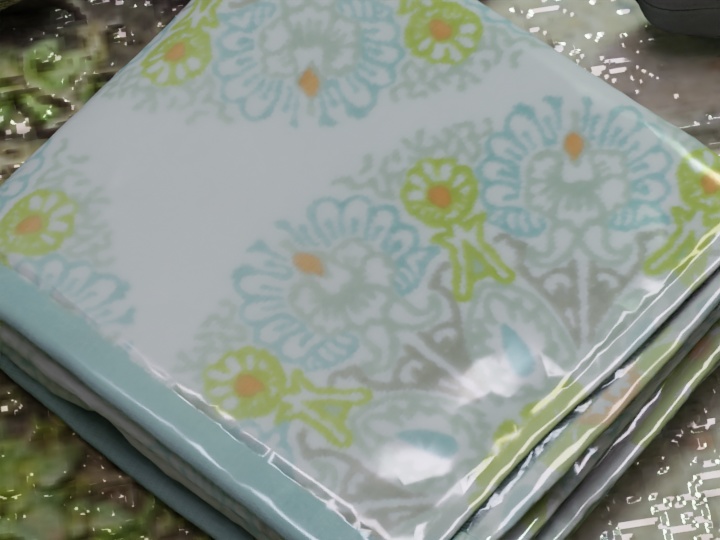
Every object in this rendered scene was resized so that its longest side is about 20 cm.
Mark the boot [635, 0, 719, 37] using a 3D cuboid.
[{"bbox_3d":[0.179,-0.059,0.845,0.199,0.070,0.132,-4,58,7],"label":"boot"}]

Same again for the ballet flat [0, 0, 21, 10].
[{"bbox_3d":[-0.158,-0.158,0.947,0.075,0.068,0.200,-27,58,-1],"label":"ballet flat"}]

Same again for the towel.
[{"bbox_3d":[0.000,0.000,0.819,0.200,0.048,0.171,35,68,23],"label":"towel"}]
